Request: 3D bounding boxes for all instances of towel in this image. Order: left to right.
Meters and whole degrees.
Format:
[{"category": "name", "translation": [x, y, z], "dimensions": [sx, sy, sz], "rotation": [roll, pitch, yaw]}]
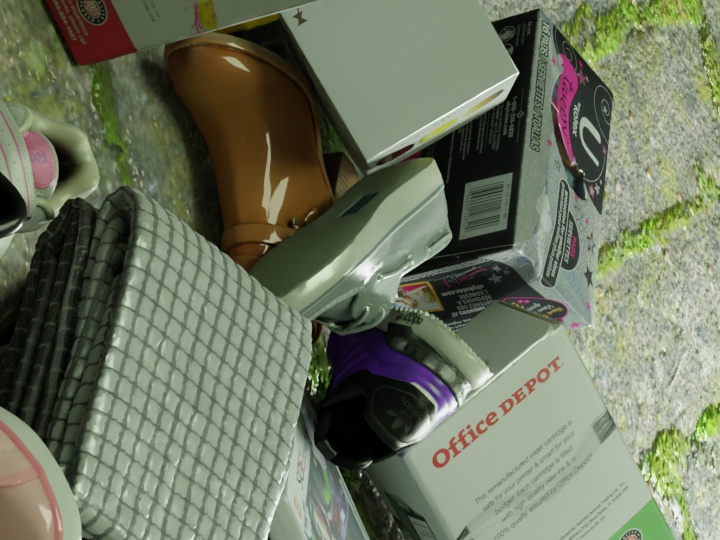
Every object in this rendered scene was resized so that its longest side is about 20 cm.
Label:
[{"category": "towel", "translation": [-0.111, 0.080, 1.499], "dimensions": [0.166, 0.085, 0.200], "rotation": [42, 48, -42]}]

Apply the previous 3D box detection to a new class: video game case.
[{"category": "video game case", "translation": [-0.012, 0.186, 1.759], "dimensions": [0.182, 0.023, 0.200], "rotation": [-86, 155, -70]}]

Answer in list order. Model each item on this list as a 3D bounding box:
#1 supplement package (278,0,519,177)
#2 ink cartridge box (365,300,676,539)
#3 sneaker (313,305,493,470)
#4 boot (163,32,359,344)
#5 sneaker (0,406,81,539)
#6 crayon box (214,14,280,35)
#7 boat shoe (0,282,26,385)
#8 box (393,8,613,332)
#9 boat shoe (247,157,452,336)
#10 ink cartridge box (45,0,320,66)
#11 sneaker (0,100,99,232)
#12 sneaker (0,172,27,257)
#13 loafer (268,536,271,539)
[{"category": "supplement package", "translation": [0.023, -0.135, 1.819], "dimensions": [0.110, 0.114, 0.200], "rotation": [60, 0, 1]}, {"category": "ink cartridge box", "translation": [0.100, 0.142, 1.914], "dimensions": [0.146, 0.084, 0.200], "rotation": [-38, 118, -18]}, {"category": "sneaker", "translation": [0.003, 0.076, 1.795], "dimensions": [0.070, 0.200, 0.100], "rotation": [44, 78, -11]}, {"category": "boot", "translation": [-0.065, -0.039, 1.772], "dimensions": [0.200, 0.074, 0.155], "rotation": [46, 45, -40]}, {"category": "sneaker", "translation": [-0.227, 0.081, 1.372], "dimensions": [0.200, 0.075, 0.105], "rotation": [48, 30, 17]}, {"category": "crayon box", "translation": [-0.071, -0.246, 1.856], "dimensions": [0.200, 0.058, 0.173], "rotation": [-27, 104, -60]}, {"category": "boat shoe", "translation": [-0.169, 0.030, 1.559], "dimensions": [0.201, 0.073, 0.063], "rotation": [-48, 125, -48]}, {"category": "box", "translation": [0.090, -0.057, 1.991], "dimensions": [0.115, 0.132, 0.200], "rotation": [43, 43, -43]}, {"category": "boat shoe", "translation": [0.000, 0.000, 1.748], "dimensions": [0.201, 0.070, 0.072], "rotation": [-41, 114, -48]}, {"category": "ink cartridge box", "translation": [-0.097, -0.215, 1.648], "dimensions": [0.148, 0.200, 0.086], "rotation": [66, 31, -20]}, {"category": "sneaker", "translation": [-0.208, -0.052, 1.500], "dimensions": [0.200, 0.088, 0.082], "rotation": [-23, 99, -61]}, {"category": "sneaker", "translation": [-0.238, -0.057, 1.354], "dimensions": [0.199, 0.115, 0.081], "rotation": [28, 41, -18]}, {"category": "loafer", "translation": [-0.089, 0.143, 1.683], "dimensions": [0.072, 0.063, 0.200], "rotation": [-114, 180, -62]}]
